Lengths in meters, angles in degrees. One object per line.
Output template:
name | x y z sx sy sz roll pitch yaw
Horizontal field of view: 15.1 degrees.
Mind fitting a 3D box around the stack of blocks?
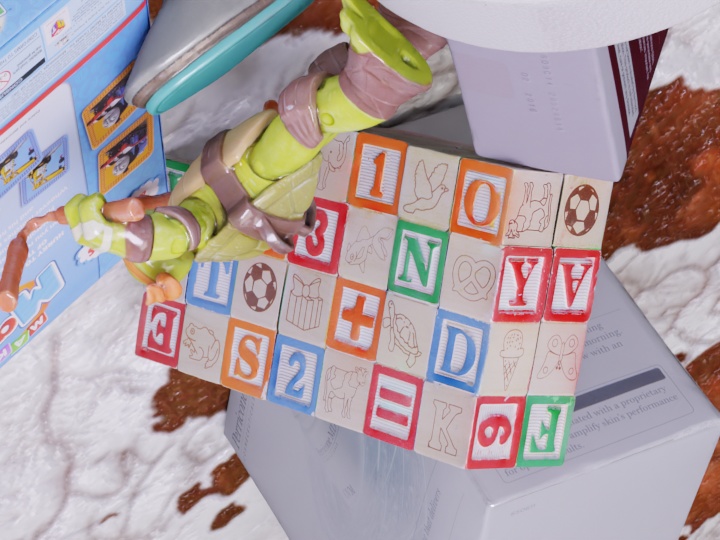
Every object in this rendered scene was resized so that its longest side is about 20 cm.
stack of blocks | 0.000 0.000 1.090 0.058 0.200 0.115 2 99 -45

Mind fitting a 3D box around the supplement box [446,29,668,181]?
supplement box | 0.091 -0.147 0.999 0.109 0.061 0.200 70 36 -58

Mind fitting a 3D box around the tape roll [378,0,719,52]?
tape roll | 0.070 -0.168 0.923 0.203 0.203 0.037 -35 150 -1

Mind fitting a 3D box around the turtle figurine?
turtle figurine | -0.040 -0.036 0.981 0.161 0.064 0.200 -41 174 26

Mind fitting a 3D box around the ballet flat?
ballet flat | -0.020 -0.131 1.016 0.200 0.064 0.067 -34 176 -20

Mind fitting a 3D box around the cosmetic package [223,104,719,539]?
cosmetic package | 0.041 0.070 1.222 0.123 0.200 0.200 -18 145 -23

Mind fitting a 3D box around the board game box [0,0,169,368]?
board game box | -0.138 -0.033 1.010 0.151 0.037 0.200 -43 159 -21
